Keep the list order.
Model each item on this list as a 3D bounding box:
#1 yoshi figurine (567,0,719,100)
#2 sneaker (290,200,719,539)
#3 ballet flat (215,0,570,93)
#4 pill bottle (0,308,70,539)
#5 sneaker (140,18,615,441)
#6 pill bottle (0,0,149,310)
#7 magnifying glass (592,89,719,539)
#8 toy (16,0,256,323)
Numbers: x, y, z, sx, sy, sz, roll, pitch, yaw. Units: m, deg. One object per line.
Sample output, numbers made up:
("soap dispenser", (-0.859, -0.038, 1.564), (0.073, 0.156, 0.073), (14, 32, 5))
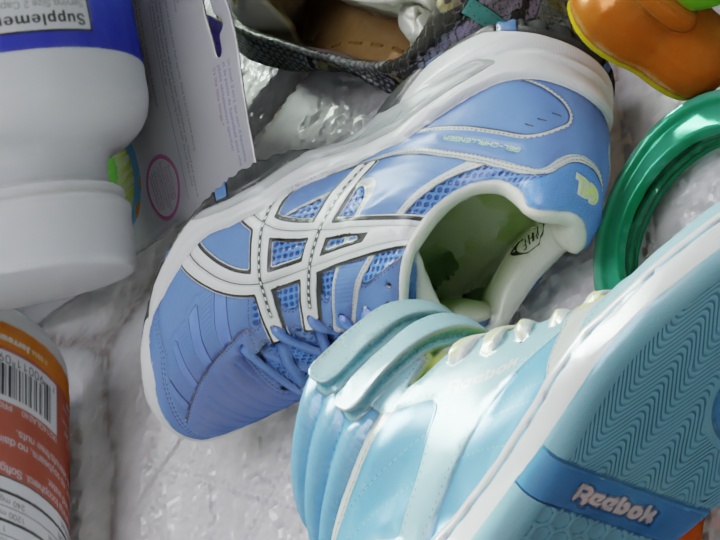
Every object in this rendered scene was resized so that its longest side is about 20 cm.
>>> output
("yoshi figurine", (0.147, -0.147, 0.872), (0.112, 0.112, 0.200), (42, 122, 8))
("sneaker", (0.049, 0.028, 0.833), (0.200, 0.079, 0.131), (-49, 39, 14))
("ballet flat", (-0.007, -0.104, 1.018), (0.200, 0.072, 0.072), (21, 83, 52))
("pill bottle", (-0.157, 0.116, 1.014), (0.112, 0.112, 0.201), (-31, 46, 33))
("sneaker", (0.000, 0.000, 0.934), (0.200, 0.076, 0.077), (-39, 35, 29))
("pill bottle", (-0.135, -0.090, 1.006), (0.112, 0.112, 0.201), (-18, 80, 41))
("magnifying glass", (0.094, 0.038, 0.852), (0.079, 0.022, 0.201), (-12, 60, 44))
("toy", (-0.083, -0.059, 1.074), (0.200, 0.047, 0.116), (-28, 71, 52))
